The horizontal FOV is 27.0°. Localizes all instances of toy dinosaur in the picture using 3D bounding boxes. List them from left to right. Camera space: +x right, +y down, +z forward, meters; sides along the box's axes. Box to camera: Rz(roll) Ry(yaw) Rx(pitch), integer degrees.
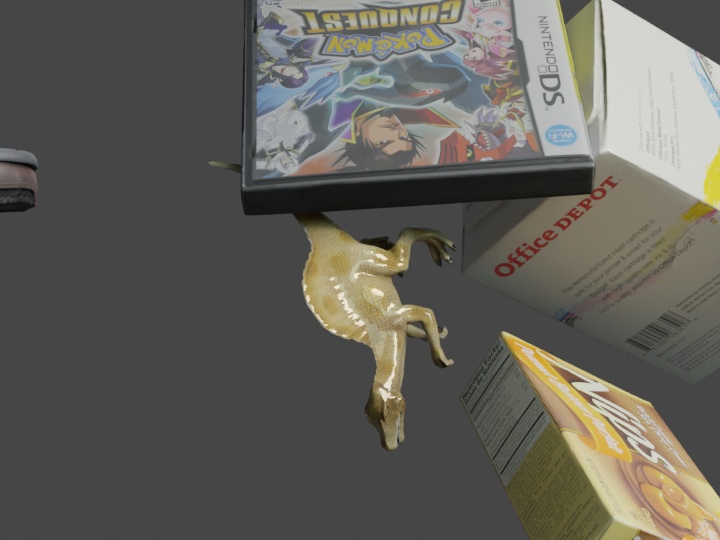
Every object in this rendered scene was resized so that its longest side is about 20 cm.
[{"bbox_3d":[0.000,0.000,0.864,0.101,0.058,0.200,-15,69,-43],"label":"toy dinosaur"}]

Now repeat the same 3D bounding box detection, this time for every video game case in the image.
[{"bbox_3d":[0.029,-0.109,0.900,0.200,0.026,0.181,-4,47,0],"label":"video game case"}]

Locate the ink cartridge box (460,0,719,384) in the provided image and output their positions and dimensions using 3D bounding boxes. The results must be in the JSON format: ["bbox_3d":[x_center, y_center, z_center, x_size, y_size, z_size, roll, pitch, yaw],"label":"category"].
[{"bbox_3d":[0.187,-0.050,0.984,0.200,0.147,0.145,25,47,-23],"label":"ink cartridge box"}]

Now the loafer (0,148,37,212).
[{"bbox_3d":[-0.241,-0.018,0.688,0.200,0.072,0.063,-7,84,-35],"label":"loafer"}]

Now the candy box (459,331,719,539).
[{"bbox_3d":[0.136,0.118,0.820,0.115,0.055,0.200,26,16,-21],"label":"candy box"}]
